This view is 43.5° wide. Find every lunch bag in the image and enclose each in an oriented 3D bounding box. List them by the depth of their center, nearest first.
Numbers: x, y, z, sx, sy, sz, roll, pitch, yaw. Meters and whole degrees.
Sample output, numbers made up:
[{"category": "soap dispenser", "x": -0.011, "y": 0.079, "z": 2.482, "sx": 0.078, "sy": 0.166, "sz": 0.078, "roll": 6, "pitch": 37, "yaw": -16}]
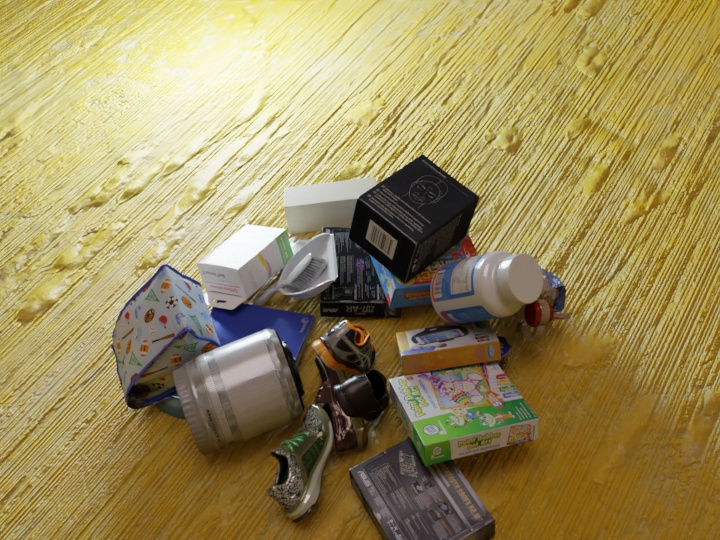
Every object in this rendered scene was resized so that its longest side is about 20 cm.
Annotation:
[{"category": "lunch bag", "x": -0.358, "y": 0.126, "z": 1.610, "sx": 0.199, "sy": 0.123, "sz": 0.171, "roll": -41, "pitch": 47, "yaw": 13}]

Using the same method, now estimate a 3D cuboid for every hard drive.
[{"category": "hard drive", "x": -0.195, "y": 0.115, "z": 1.681, "sx": 0.195, "sy": 0.026, "sz": 0.133, "roll": 9, "pitch": 36, "yaw": 10}]

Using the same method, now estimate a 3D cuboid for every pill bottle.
[{"category": "pill bottle", "x": 0.219, "y": 0.028, "z": 1.561, "sx": 0.112, "sy": 0.113, "sz": 0.198, "roll": -44, "pitch": 17, "yaw": -30}]

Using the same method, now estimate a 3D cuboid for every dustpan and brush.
[{"category": "dustpan and brush", "x": -0.131, "y": 0.019, "z": 1.736, "sx": 0.200, "sy": 0.057, "sz": 0.141, "roll": -43, "pitch": 33, "yaw": 27}]

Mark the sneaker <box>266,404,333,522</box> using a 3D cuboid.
[{"category": "sneaker", "x": -0.102, "y": 0.295, "z": 1.455, "sx": 0.076, "sy": 0.088, "sz": 0.203, "roll": -32, "pitch": 33, "yaw": 37}]

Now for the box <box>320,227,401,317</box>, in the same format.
[{"category": "box", "x": 0.000, "y": 0.000, "z": 1.761, "sx": 0.156, "sy": 0.044, "sz": 0.203, "roll": 0, "pitch": 47, "yaw": -2}]

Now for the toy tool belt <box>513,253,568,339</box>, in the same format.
[{"category": "toy tool belt", "x": 0.322, "y": 0.044, "z": 1.627, "sx": 0.120, "sy": 0.128, "sz": 0.200, "roll": 0, "pitch": 20, "yaw": -19}]

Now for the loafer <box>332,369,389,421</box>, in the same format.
[{"category": "loafer", "x": 0.019, "y": 0.203, "z": 1.487, "sx": 0.071, "sy": 0.200, "sz": 0.074, "roll": -32, "pitch": 79, "yaw": 11}]

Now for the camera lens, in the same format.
[{"category": "camera lens", "x": -0.201, "y": 0.202, "z": 1.526, "sx": 0.196, "sy": 0.162, "sz": 0.161, "roll": -20, "pitch": 46, "yaw": -9}]

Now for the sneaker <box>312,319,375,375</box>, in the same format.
[{"category": "sneaker", "x": -0.010, "y": 0.131, "z": 1.562, "sx": 0.077, "sy": 0.199, "sz": 0.078, "roll": -46, "pitch": 72, "yaw": 9}]

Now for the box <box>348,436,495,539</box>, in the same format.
[{"category": "box", "x": 0.093, "y": 0.362, "z": 1.410, "sx": 0.156, "sy": 0.049, "sz": 0.201, "roll": -24, "pitch": 47, "yaw": -16}]

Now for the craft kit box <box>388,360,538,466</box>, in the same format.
[{"category": "craft kit box", "x": 0.165, "y": 0.226, "z": 1.483, "sx": 0.193, "sy": 0.050, "sz": 0.201, "roll": -14, "pitch": 27, "yaw": -11}]

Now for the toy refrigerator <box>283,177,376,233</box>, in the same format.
[{"category": "toy refrigerator", "x": -0.060, "y": -0.138, "z": 1.898, "sx": 0.195, "sy": 0.077, "sz": 0.071, "roll": -7, "pitch": 45, "yaw": 2}]

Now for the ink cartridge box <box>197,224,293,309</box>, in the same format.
[{"category": "ink cartridge box", "x": -0.236, "y": -0.010, "z": 1.765, "sx": 0.115, "sy": 0.069, "sz": 0.200, "roll": 7, "pitch": 35, "yaw": 34}]

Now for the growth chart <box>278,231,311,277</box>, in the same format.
[{"category": "growth chart", "x": -0.095, "y": -0.013, "z": 1.823, "sx": 0.196, "sy": 0.018, "sz": 0.146, "roll": 11, "pitch": 49, "yaw": 18}]

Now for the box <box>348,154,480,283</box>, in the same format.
[{"category": "box", "x": 0.099, "y": -0.099, "z": 1.678, "sx": 0.148, "sy": 0.108, "sz": 0.199, "roll": 39, "pitch": 51, "yaw": 21}]

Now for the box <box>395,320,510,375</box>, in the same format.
[{"category": "box", "x": 0.163, "y": 0.131, "z": 1.595, "sx": 0.195, "sy": 0.042, "sz": 0.119, "roll": -11, "pitch": 16, "yaw": 0}]

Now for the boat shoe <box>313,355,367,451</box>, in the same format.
[{"category": "boat shoe", "x": -0.051, "y": 0.224, "z": 1.552, "sx": 0.070, "sy": 0.073, "sz": 0.202, "roll": -17, "pitch": 52, "yaw": -11}]

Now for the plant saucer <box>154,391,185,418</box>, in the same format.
[{"category": "plant saucer", "x": -0.298, "y": 0.181, "z": 1.658, "sx": 0.195, "sy": 0.028, "sz": 0.203, "roll": -4, "pitch": 46, "yaw": 4}]

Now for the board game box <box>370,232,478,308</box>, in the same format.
[{"category": "board game box", "x": 0.122, "y": -0.030, "z": 1.734, "sx": 0.195, "sy": 0.057, "sz": 0.198, "roll": -6, "pitch": 49, "yaw": -19}]
